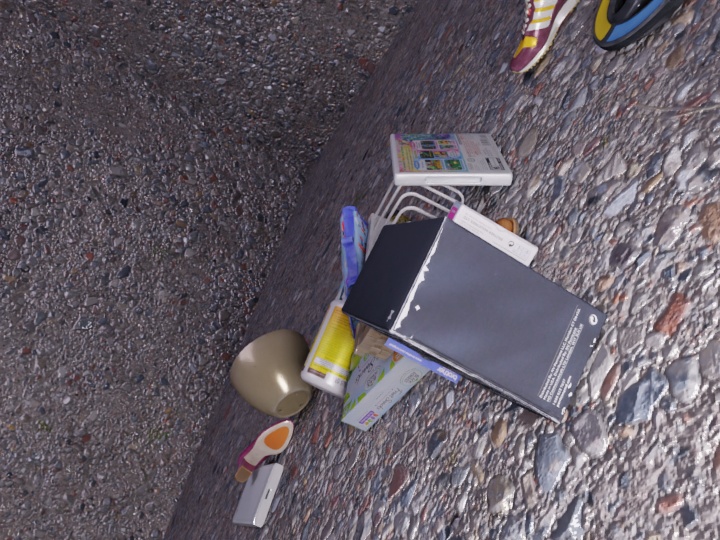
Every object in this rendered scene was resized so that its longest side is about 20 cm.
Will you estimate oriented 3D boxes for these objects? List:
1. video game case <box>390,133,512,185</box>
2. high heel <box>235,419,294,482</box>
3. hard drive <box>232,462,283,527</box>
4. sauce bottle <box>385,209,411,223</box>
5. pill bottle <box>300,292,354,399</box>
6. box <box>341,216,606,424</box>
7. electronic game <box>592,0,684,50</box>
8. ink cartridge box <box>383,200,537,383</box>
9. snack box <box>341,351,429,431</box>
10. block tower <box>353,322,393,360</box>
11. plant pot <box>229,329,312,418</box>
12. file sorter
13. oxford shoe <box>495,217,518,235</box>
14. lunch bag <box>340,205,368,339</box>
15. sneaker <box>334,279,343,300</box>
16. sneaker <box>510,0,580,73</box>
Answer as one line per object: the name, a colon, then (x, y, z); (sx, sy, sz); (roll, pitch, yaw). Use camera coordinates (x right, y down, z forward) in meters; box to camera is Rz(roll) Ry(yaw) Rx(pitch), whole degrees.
video game case: (0.140, -0.185, 1.018); (0.201, 0.178, 0.024); (-89, -2, -60)
high heel: (-0.222, 0.409, 1.469); (0.201, 0.067, 0.096); (-53, 8, 13)
hard drive: (-0.237, 0.515, 1.421); (0.200, 0.026, 0.134); (-40, 27, 59)
sauce bottle: (0.079, -0.075, 1.250); (0.065, 0.064, 0.201); (-58, 16, 17)
pill bottle: (-0.029, 0.132, 1.178); (0.203, 0.108, 0.109); (-67, 14, -13)
box: (0.107, 0.044, 0.655); (0.125, 0.196, 0.200); (-64, 14, -5)
electronic game: (0.367, -0.371, 0.778); (0.202, 0.041, 0.201); (-57, 15, 24)
ink cartridge box: (0.122, 0.029, 0.787); (0.202, 0.118, 0.042); (-62, 14, 7)
snack box: (0.044, 0.147, 1.001); (0.201, 0.052, 0.144); (-52, 19, 38)
block tower: (0.053, 0.052, 0.884); (0.201, 0.057, 0.055); (123, 162, -44)
plant pot: (-0.183, 0.256, 1.428); (0.135, 0.198, 0.202); (50, 117, 37)
file sorter: (0.095, -0.054, 0.977); (0.126, 0.137, 0.201); (-60, 14, 31)
oxford shoe: (0.145, 0.009, 0.848); (0.202, 0.070, 0.071); (-59, 13, 12)
lunch bag: (0.000, 0.000, 1.055); (0.201, 0.092, 0.153); (63, -161, -55)
sneaker: (-0.019, 0.050, 1.367); (0.203, 0.076, 0.081); (-63, 12, -6)
sneaker: (0.298, -0.437, 1.046); (0.202, 0.089, 0.075); (-57, 15, 22)
